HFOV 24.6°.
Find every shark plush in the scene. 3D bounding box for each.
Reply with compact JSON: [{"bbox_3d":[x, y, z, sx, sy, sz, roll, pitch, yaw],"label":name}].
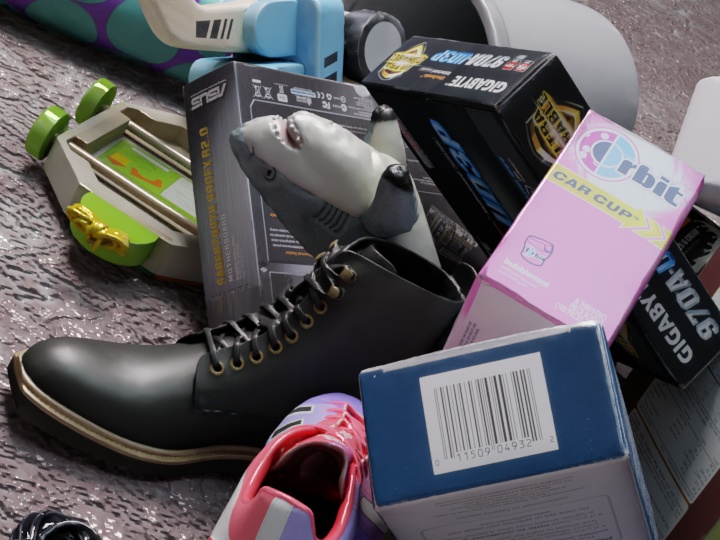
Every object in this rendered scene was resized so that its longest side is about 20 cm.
[{"bbox_3d":[0.000,0.000,0.869,0.083,0.201,0.091,-17,39,4],"label":"shark plush"}]

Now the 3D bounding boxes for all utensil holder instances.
[{"bbox_3d":[0.088,-0.132,1.216,0.199,0.170,0.170,2,37,-51],"label":"utensil holder"}]

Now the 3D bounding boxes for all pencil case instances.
[{"bbox_3d":[-0.177,-0.201,1.123,0.199,0.093,0.085,22,-9,-17],"label":"pencil case"}]

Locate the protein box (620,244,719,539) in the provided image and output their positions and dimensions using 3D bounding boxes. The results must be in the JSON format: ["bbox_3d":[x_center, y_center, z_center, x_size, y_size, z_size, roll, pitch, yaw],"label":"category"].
[{"bbox_3d":[0.267,0.100,0.943,0.198,0.201,0.135,18,28,-26],"label":"protein box"}]

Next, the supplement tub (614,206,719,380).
[{"bbox_3d":[0.187,0.002,1.126,0.200,0.123,0.122,39,26,18],"label":"supplement tub"}]

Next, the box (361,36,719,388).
[{"bbox_3d":[0.102,-0.036,0.911,0.200,0.046,0.159,53,-13,-25],"label":"box"}]

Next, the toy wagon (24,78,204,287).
[{"bbox_3d":[-0.121,-0.042,0.962,0.155,0.040,0.200,33,26,4],"label":"toy wagon"}]

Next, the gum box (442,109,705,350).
[{"bbox_3d":[0.086,0.032,0.810,0.066,0.200,0.114,31,57,8],"label":"gum box"}]

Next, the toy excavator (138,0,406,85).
[{"bbox_3d":[-0.073,-0.139,1.024,0.100,0.196,0.199,14,19,41],"label":"toy excavator"}]

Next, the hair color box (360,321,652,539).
[{"bbox_3d":[0.072,0.097,0.711,0.200,0.099,0.061,63,18,-60],"label":"hair color box"}]

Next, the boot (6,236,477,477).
[{"bbox_3d":[-0.054,0.029,0.788,0.199,0.139,0.078,13,30,-33],"label":"boot"}]

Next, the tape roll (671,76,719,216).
[{"bbox_3d":[0.296,-0.054,1.037,0.201,0.071,0.202,21,-1,0],"label":"tape roll"}]

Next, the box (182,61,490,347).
[{"bbox_3d":[-0.005,-0.027,0.955,0.199,0.048,0.160,4,74,-44],"label":"box"}]

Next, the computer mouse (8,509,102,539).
[{"bbox_3d":[-0.050,0.167,0.650,0.199,0.053,0.139,15,21,-15],"label":"computer mouse"}]

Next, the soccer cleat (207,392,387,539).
[{"bbox_3d":[-0.016,0.089,0.690,0.066,0.077,0.200,25,22,5],"label":"soccer cleat"}]
